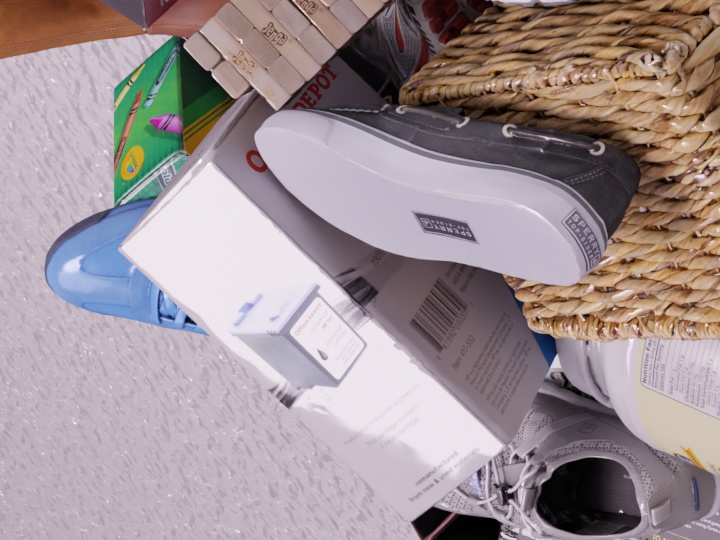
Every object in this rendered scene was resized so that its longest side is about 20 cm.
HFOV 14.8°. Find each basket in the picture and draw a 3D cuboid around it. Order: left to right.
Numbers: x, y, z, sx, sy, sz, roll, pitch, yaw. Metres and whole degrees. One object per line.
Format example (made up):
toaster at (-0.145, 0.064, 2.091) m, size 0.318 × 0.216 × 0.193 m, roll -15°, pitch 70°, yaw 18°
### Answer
basket at (0.145, -0.065, 1.266) m, size 0.200 × 0.143 × 0.149 m, roll -5°, pitch 122°, yaw 54°

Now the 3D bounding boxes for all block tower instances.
block tower at (0.009, -0.157, 1.287) m, size 0.054 × 0.200 × 0.058 m, roll 46°, pitch -172°, yaw -3°

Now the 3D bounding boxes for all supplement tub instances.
supplement tub at (0.208, 0.037, 1.336) m, size 0.200 × 0.145 × 0.145 m, roll 23°, pitch 148°, yaw 37°

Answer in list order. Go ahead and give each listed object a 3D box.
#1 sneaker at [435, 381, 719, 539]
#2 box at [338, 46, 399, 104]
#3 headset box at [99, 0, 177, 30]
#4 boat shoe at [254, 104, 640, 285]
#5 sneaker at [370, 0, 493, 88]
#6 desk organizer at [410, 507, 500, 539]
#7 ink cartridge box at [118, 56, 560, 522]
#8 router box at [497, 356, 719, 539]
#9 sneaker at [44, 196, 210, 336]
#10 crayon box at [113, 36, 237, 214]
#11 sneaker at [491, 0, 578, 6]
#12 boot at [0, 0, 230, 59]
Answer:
sneaker at (0.095, 0.102, 1.446) m, size 0.200 × 0.082 × 0.075 m, roll -3°, pitch 104°, yaw 39°
box at (-0.061, -0.130, 1.521) m, size 0.200 × 0.044 × 0.160 m, roll 38°, pitch 179°, yaw 11°
headset box at (-0.110, -0.219, 1.344) m, size 0.148 × 0.200 × 0.075 m, roll 32°, pitch 151°, yaw 21°
boat shoe at (0.038, -0.043, 1.232) m, size 0.200 × 0.057 × 0.069 m, roll 18°, pitch 147°, yaw 41°
sneaker at (0.033, -0.142, 1.397) m, size 0.082 × 0.078 × 0.200 m, roll 31°, pitch 152°, yaw 28°
desk organizer at (0.058, 0.110, 1.664) m, size 0.200 × 0.077 × 0.072 m, roll 59°, pitch 162°, yaw 23°
ink cartridge box at (0.000, 0.000, 1.370) m, size 0.200 × 0.147 × 0.086 m, roll 42°, pitch 126°, yaw -6°
router box at (0.180, 0.105, 1.482) m, size 0.200 × 0.051 × 0.150 m, roll 19°, pitch 117°, yaw 23°
sneaker at (-0.071, 0.009, 1.497) m, size 0.199 × 0.079 × 0.066 m, roll 1°, pitch 129°, yaw -4°
crayon box at (-0.054, -0.029, 1.592) m, size 0.058 × 0.119 × 0.200 m, roll -38°, pitch 122°, yaw 22°
sneaker at (0.117, -0.177, 1.227) m, size 0.200 × 0.078 × 0.080 m, roll -25°, pitch 105°, yaw 48°
boot at (-0.137, -0.172, 1.403) m, size 0.069 × 0.199 × 0.189 m, roll 93°, pitch 166°, yaw -51°
